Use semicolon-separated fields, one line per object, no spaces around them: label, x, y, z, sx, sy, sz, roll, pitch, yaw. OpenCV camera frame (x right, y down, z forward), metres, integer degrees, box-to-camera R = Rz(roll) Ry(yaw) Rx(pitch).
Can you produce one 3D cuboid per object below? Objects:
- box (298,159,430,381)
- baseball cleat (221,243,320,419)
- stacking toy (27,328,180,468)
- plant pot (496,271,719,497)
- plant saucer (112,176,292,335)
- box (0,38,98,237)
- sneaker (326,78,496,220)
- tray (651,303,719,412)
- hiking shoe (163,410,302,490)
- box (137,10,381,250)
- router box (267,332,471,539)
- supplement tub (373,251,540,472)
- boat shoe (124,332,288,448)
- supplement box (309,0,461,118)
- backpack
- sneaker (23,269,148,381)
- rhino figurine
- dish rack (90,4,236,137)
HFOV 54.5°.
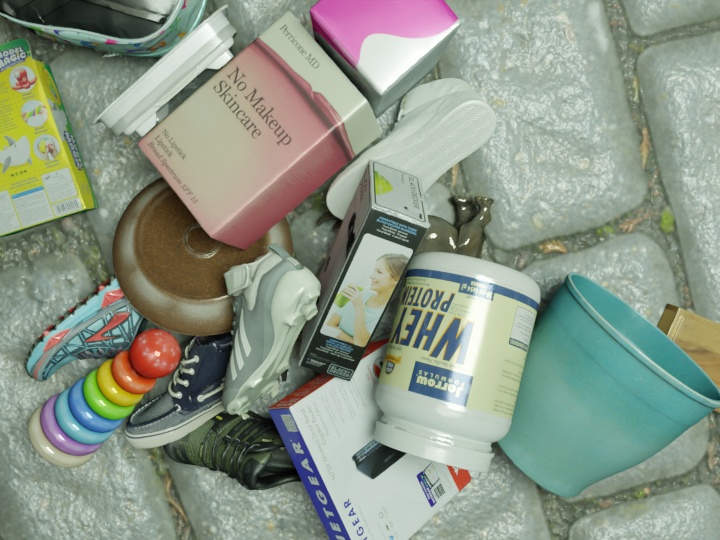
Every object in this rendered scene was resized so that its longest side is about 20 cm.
box;0.000;0.000;0.726;0.060;0.117;0.200;20;120;-11
baseball cleat;-0.110;0.059;0.734;0.106;0.070;0.200;44;119;20
stacking toy;-0.279;0.134;0.781;0.200;0.085;0.085;-40;95;19
plant pot;0.246;0.137;0.765;0.200;0.200;0.188;36;108;-4
plant saucer;-0.174;-0.030;0.775;0.200;0.037;0.201;3;72;-8
box;-0.391;-0.149;0.794;0.117;0.048;0.200;-16;98;1
sneaker;0.049;-0.136;0.777;0.200;0.116;0.074;-31;120;12
tray;0.446;0.123;0.838;0.200;0.037;0.099;21;95;-2
hiking shoe;-0.132;0.205;0.805;0.199;0.101;0.076;3;97;-1
box;-0.097;-0.135;0.711;0.200;0.109;0.128;-41;80;3
router box;0.017;0.197;0.783;0.179;0.049;0.200;-30;98;-37
supplement tub;0.097;0.094;0.731;0.145;0.145;0.200;15;82;-2
boat shoe;-0.191;0.122;0.799;0.200;0.075;0.093;-26;120;-7
supplement box;0.020;-0.231;0.712;0.103;0.200;0.101;-41;95;3
backpack;-0.257;-0.314;0.725;0.200;0.151;0.178;12;96;7
sneaker;-0.291;0.073;0.802;0.200;0.079;0.096;-39;97;3
rhino figurine;0.049;-0.047;0.803;0.199;0.060;0.088;4;93;0
dish rack;-0.189;-0.198;0.720;0.172;0.200;0.044;-39;109;3
